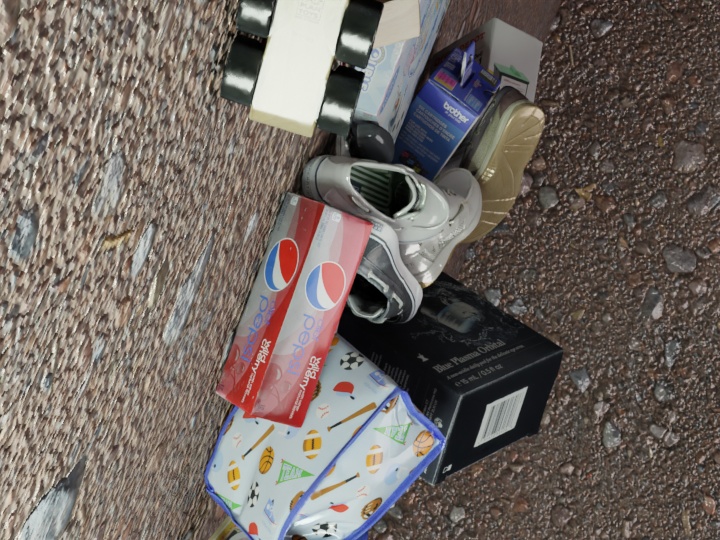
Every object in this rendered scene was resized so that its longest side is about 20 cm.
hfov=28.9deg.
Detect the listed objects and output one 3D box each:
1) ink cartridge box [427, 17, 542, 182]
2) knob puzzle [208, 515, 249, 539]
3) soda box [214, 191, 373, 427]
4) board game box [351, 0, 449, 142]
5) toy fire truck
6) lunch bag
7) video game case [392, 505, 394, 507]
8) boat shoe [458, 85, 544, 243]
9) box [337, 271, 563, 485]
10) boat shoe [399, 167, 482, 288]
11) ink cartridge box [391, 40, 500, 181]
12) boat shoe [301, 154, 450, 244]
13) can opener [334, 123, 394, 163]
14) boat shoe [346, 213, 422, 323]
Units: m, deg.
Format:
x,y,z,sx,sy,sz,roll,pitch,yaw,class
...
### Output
x,y,z,sx,sy,sz,roll,pitch,yaw,class
0.144,-0.195,1.755,0.144,0.083,0.203,-22,-128,55,ink cartridge box
-0.080,0.259,1.387,0.031,0.217,0.221,55,41,-26,knob puzzle
-0.061,0.036,1.281,0.063,0.070,0.203,19,91,-39,soda box
0.041,-0.236,1.449,0.199,0.043,0.203,62,49,-82,board game box
-0.010,-0.204,1.005,0.201,0.127,0.178,-79,-175,-66,toy fire truck
-0.044,0.176,1.336,0.200,0.170,0.124,-47,129,-8,lunch bag
-0.002,0.166,1.710,0.200,0.023,0.184,53,33,-46,video game case
0.149,-0.122,1.619,0.065,0.071,0.202,64,-39,43,boat shoe
0.080,0.108,1.527,0.195,0.199,0.119,-17,131,-47,box
0.081,-0.063,1.507,0.201,0.070,0.070,-60,143,-48,boat shoe
0.087,-0.168,1.612,0.201,0.076,0.137,-52,-178,29,ink cartridge box
0.032,-0.066,1.366,0.198,0.066,0.075,8,86,-46,boat shoe
0.016,-0.084,1.447,0.201,0.066,0.054,62,27,-57,can opener
0.014,0.019,1.387,0.201,0.071,0.069,72,37,-64,boat shoe
